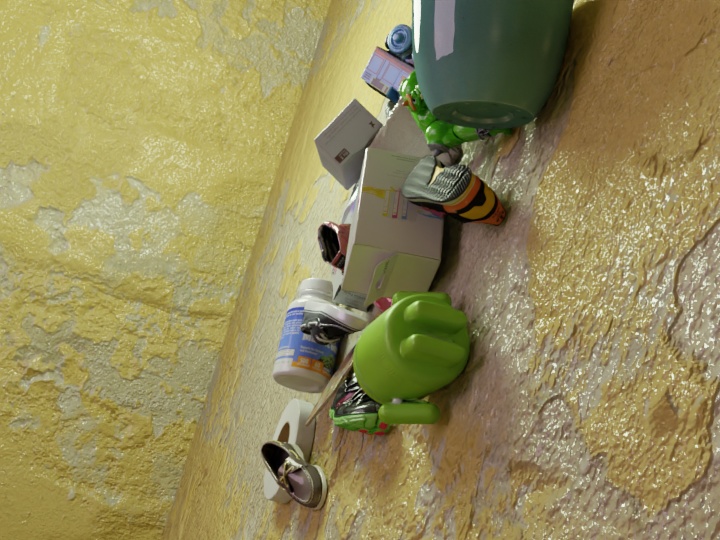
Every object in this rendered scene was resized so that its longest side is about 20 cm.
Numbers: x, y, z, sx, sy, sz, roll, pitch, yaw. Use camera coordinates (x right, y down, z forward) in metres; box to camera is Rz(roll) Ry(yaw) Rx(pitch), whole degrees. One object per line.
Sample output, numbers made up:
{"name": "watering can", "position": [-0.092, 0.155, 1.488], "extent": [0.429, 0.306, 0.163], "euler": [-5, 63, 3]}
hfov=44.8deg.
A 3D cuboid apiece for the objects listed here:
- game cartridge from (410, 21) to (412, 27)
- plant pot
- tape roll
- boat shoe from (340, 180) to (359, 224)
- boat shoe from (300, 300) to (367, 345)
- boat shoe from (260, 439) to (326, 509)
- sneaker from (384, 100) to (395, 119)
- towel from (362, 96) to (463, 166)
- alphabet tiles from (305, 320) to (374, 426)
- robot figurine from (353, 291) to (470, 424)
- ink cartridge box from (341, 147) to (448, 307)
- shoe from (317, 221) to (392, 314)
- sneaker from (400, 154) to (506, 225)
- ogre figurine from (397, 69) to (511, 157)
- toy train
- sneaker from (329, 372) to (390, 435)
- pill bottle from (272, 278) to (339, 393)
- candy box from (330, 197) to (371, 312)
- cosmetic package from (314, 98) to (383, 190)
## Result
{"name": "game cartridge", "position": [0.148, -0.513, 1.690], "extent": [0.200, 0.038, 0.130], "euler": [-130, 55, -73]}
{"name": "plant pot", "position": [0.154, -0.264, 1.057], "extent": [0.201, 0.200, 0.162], "euler": [170, 106, -74]}
{"name": "tape roll", "position": [-0.139, 0.350, 1.695], "extent": [0.203, 0.037, 0.204], "euler": [-161, 90, -76]}
{"name": "boat shoe", "position": [0.016, -0.151, 1.657], "extent": [0.068, 0.071, 0.201], "euler": [-111, 41, -71]}
{"name": "boat shoe", "position": [-0.053, 0.096, 1.496], "extent": [0.200, 0.072, 0.068], "euler": [7, 74, 63]}
{"name": "boat shoe", "position": [-0.117, 0.350, 1.508], "extent": [0.072, 0.059, 0.200], "euler": [-66, 28, 5]}
{"name": "sneaker", "position": [0.070, -0.227, 1.555], "extent": [0.200, 0.075, 0.116], "euler": [-81, 3, -62]}
{"name": "towel", "position": [0.079, -0.179, 1.352], "extent": [0.034, 0.133, 0.200], "euler": [-35, -7, -30]}
{"name": "alphabet tiles", "position": [-0.033, 0.172, 1.463], "extent": [0.167, 0.006, 0.200], "euler": [-58, 2, -41]}
{"name": "robot figurine", "position": [0.060, 0.102, 1.089], "extent": [0.200, 0.115, 0.176], "euler": [133, 147, -60]}
{"name": "ink cartridge box", "position": [0.049, -0.053, 1.264], "extent": [0.129, 0.125, 0.201], "euler": [105, 174, -57]}
{"name": "shoe", "position": [0.000, 0.000, 1.369], "extent": [0.072, 0.091, 0.200], "euler": [-57, 43, 33]}
{"name": "sneaker", "position": [0.121, -0.095, 1.151], "extent": [0.070, 0.090, 0.200], "euler": [-54, 20, -1]}
{"name": "ogre figurine", "position": [0.125, -0.237, 1.209], "extent": [0.120, 0.200, 0.098], "euler": [-34, -16, 15]}
{"name": "toy train", "position": [0.097, -0.295, 1.340], "extent": [0.200, 0.087, 0.115], "euler": [39, 109, 33]}
{"name": "sneaker", "position": [-0.003, 0.194, 1.297], "extent": [0.200, 0.076, 0.084], "euler": [178, 105, -74]}
{"name": "pill bottle", "position": [-0.092, 0.121, 1.650], "extent": [0.112, 0.112, 0.201], "euler": [136, 149, -61]}
{"name": "candy box", "position": [0.015, -0.055, 1.545], "extent": [0.168, 0.071, 0.201], "euler": [-98, 31, -60]}
{"name": "cosmetic package", "position": [-0.016, -0.212, 1.501], "extent": [0.102, 0.074, 0.200], "euler": [-45, -7, -4]}
